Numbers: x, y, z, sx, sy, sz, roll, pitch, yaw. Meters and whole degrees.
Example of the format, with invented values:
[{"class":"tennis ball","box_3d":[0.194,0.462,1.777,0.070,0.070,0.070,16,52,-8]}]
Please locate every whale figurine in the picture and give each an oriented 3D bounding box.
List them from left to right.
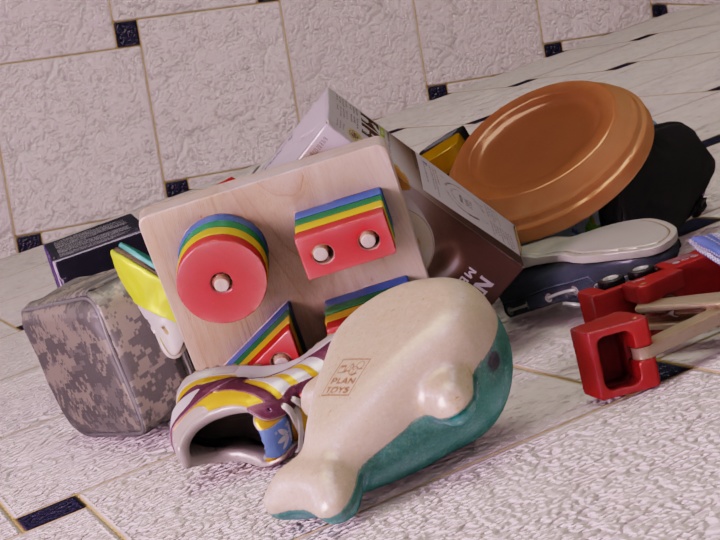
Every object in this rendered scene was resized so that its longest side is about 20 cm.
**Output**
[{"class":"whale figurine","box_3d":[0.023,0.098,1.129,0.158,0.104,0.201,-6,40,48]}]

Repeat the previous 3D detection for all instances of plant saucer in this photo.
[{"class":"plant saucer","box_3d":[0.159,-0.103,1.522,0.199,0.038,0.201,-23,33,16]}]

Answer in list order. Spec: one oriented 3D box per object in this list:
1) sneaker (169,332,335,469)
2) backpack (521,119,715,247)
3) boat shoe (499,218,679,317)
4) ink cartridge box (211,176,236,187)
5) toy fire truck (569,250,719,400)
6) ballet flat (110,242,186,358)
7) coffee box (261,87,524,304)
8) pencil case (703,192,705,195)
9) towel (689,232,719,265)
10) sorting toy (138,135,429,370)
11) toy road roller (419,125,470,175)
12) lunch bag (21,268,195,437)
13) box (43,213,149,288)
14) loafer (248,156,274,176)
[{"class":"sneaker","box_3d":[-0.042,0.102,1.268,0.198,0.075,0.090,-17,26,7]},{"class":"backpack","box_3d":[0.197,-0.067,1.593,0.199,0.154,0.163,-25,20,52]},{"class":"boat shoe","box_3d":[0.181,0.004,1.405,0.199,0.062,0.075,-11,13,45]},{"class":"ink cartridge box","box_3d":[-0.122,-0.038,1.875,0.199,0.068,0.116,24,23,14]},{"class":"toy fire truck","box_3d":[0.224,0.028,1.226,0.198,0.049,0.141,-18,11,-15]},{"class":"ballet flat","box_3d":[-0.122,0.050,1.395,0.067,0.199,0.067,-63,15,0]},{"class":"coffee box","box_3d":[0.019,-0.034,1.378,0.115,0.199,0.080,-50,18,19]},{"class":"pencil case","box_3d":[0.282,-0.099,1.743,0.083,0.086,0.200,-20,11,-7]},{"class":"towel","box_3d":[0.352,-0.023,1.214,0.198,0.024,0.145,-11,18,-15]},{"class":"sorting toy","box_3d":[-0.046,0.027,1.321,0.197,0.201,0.070,-17,26,6]},{"class":"toy road roller","box_3d":[0.077,-0.055,1.783,0.145,0.124,0.200,-31,8,7]},{"class":"lunch bag","box_3d":[-0.176,0.053,1.512,0.167,0.140,0.199,-30,9,-29]},{"class":"box","box_3d":[-0.249,0.032,1.772,0.103,0.149,0.200,-20,9,-11]},{"class":"loafer","box_3d":[-0.078,-0.032,1.440,0.069,0.070,0.201,20,27,-17]}]
